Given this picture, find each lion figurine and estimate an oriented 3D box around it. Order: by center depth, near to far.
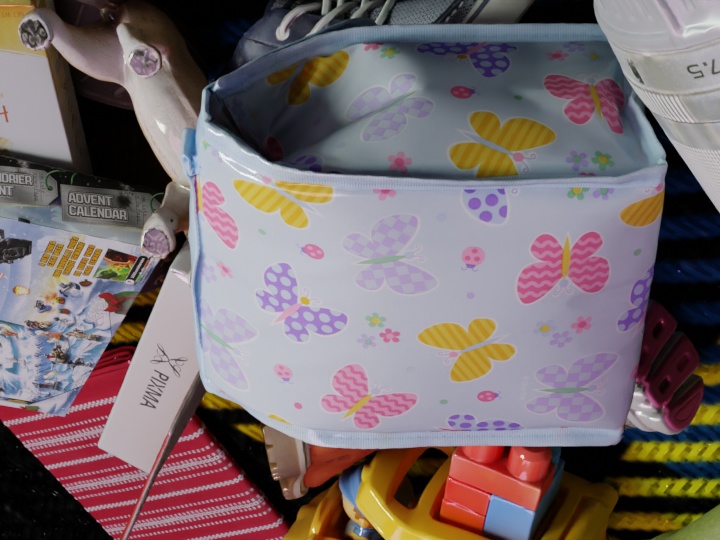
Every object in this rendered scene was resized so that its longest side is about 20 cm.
[{"bbox_3d":[-0.089,-0.072,1.048,0.072,0.123,0.201,-19,102,15],"label":"lion figurine"}]

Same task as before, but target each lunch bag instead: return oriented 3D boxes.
[{"bbox_3d":[0.023,-0.017,0.954,0.198,0.128,0.171,-3,133,-3],"label":"lunch bag"}]

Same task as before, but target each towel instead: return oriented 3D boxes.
[{"bbox_3d":[-0.135,0.130,1.411,0.144,0.023,0.200,-14,126,38],"label":"towel"}]

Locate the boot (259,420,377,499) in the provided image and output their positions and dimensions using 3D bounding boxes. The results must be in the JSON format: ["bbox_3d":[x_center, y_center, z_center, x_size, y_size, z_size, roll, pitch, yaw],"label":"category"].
[{"bbox_3d":[-0.004,0.079,1.213,0.106,0.076,0.200,-15,176,-4],"label":"boot"}]

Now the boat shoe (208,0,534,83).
[{"bbox_3d":[0.000,-0.107,1.036,0.093,0.075,0.200,44,137,-5],"label":"boat shoe"}]

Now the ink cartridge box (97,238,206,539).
[{"bbox_3d":[-0.105,0.058,1.187,0.044,0.177,0.200,27,143,0],"label":"ink cartridge box"}]

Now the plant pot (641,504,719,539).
[{"bbox_3d":[0.236,0.179,1.128,0.200,0.201,0.185,33,130,-5],"label":"plant pot"}]

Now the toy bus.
[{"bbox_3d":[0.048,0.153,1.253,0.198,0.136,0.193,18,127,17],"label":"toy bus"}]

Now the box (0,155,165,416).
[{"bbox_3d":[-0.196,0.009,1.166,0.136,0.040,0.200,12,147,-19],"label":"box"}]

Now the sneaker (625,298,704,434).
[{"bbox_3d":[0.089,0.014,1.111,0.087,0.074,0.200,-18,123,41],"label":"sneaker"}]

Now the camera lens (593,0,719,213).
[{"bbox_3d":[0.198,-0.086,0.870,0.159,0.161,0.200,-16,123,41],"label":"camera lens"}]

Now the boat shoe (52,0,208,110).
[{"bbox_3d":[-0.158,-0.149,1.093,0.199,0.068,0.072,28,135,-28],"label":"boat shoe"}]

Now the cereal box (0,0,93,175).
[{"bbox_3d":[-0.216,-0.082,1.098,0.142,0.040,0.201,-1,146,3],"label":"cereal box"}]

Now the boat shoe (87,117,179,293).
[{"bbox_3d":[-0.133,-0.023,1.223,0.072,0.073,0.199,19,141,-39],"label":"boat shoe"}]
